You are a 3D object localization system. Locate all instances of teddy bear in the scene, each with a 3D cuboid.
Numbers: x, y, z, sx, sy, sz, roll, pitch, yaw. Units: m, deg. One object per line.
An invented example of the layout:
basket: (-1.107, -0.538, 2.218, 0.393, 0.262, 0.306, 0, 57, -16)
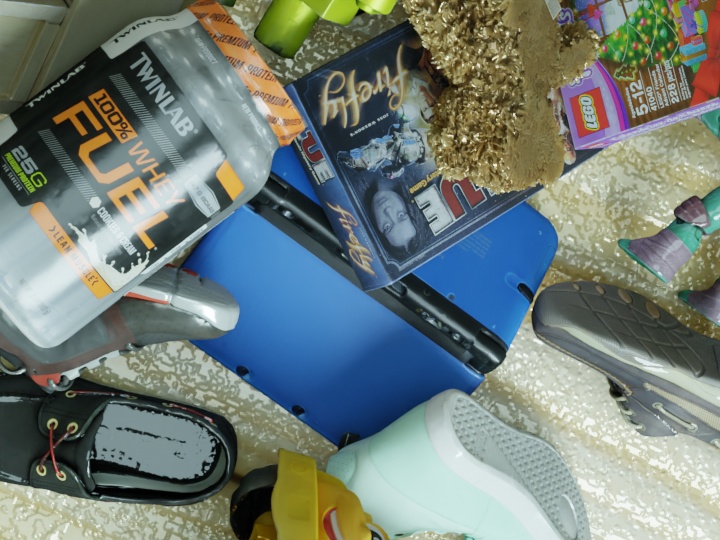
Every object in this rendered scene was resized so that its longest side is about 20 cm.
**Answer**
teddy bear: (0.083, -0.150, 1.163, 0.144, 0.066, 0.202, -27, 118, -40)

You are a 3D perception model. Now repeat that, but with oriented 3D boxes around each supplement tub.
supplement tub: (-0.137, -0.060, 1.112, 0.199, 0.123, 0.123, -38, 97, -3)

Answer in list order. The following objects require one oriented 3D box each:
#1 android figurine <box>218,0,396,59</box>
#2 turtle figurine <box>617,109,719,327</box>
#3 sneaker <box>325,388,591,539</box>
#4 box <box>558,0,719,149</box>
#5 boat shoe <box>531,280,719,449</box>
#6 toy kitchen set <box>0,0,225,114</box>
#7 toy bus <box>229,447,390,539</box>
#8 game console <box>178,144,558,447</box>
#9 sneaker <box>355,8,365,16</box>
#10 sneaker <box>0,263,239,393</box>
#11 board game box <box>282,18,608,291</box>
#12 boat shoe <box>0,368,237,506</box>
android figurine: (-0.023, -0.237, 1.190, 0.182, 0.041, 0.201, 44, 110, 28)
turtle figurine: (0.265, -0.066, 1.264, 0.149, 0.101, 0.201, 38, 92, -8)
sneaker: (0.062, 0.149, 1.248, 0.118, 0.074, 0.200, -25, 136, 27)
box: (0.172, -0.190, 1.209, 0.039, 0.136, 0.202, -7, 82, -45)
boat shoe: (0.195, 0.074, 1.261, 0.199, 0.075, 0.074, 24, 120, -8)
toy kitchen set: (-0.186, -0.207, 1.167, 0.199, 0.181, 0.164, 2, 131, -42)
toy bus: (-0.002, 0.226, 1.180, 0.190, 0.136, 0.201, 13, 127, -9)
game console: (0.000, 0.000, 1.263, 0.199, 0.118, 0.171, 36, 56, -9)
sneaker: (0.015, -0.257, 1.231, 0.079, 0.074, 0.202, 17, 84, -3)
sneaker: (-0.172, 0.035, 1.207, 0.198, 0.077, 0.083, 6, 99, 11)
board game box: (0.052, -0.093, 1.218, 0.199, 0.035, 0.136, -32, 98, -31)
boat shoe: (-0.175, 0.105, 1.220, 0.199, 0.063, 0.074, 8, 93, -7)
